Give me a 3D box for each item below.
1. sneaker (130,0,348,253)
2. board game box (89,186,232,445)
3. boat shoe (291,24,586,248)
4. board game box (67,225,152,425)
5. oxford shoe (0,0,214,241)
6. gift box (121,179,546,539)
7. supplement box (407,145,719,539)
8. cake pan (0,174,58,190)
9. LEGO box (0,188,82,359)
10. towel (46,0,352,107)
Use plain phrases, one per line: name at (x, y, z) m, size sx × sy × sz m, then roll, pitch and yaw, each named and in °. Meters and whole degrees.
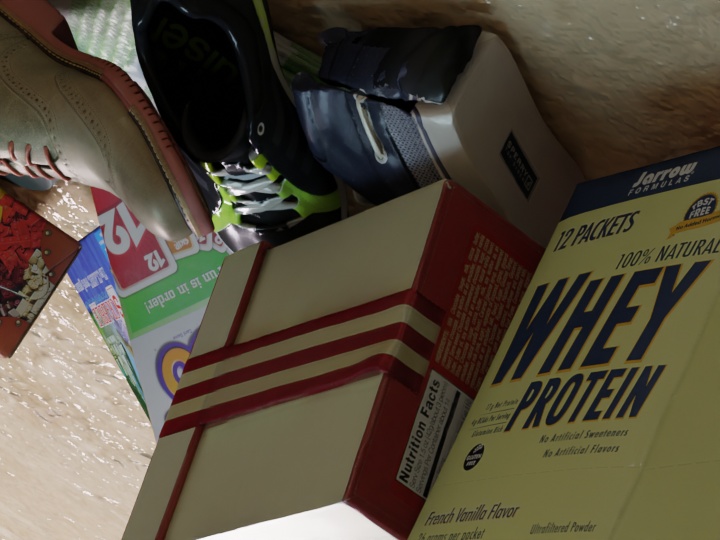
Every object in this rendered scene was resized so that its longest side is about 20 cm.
sneaker at (-0.063, -0.061, 1.059) m, size 0.071 × 0.083 × 0.201 m, roll -12°, pitch 123°, yaw 17°
board game box at (-0.068, 0.034, 1.174) m, size 0.095 × 0.030 × 0.201 m, roll -8°, pitch 105°, yaw 27°
boat shoe at (0.042, -0.038, 1.081) m, size 0.092 × 0.075 × 0.200 m, roll 10°, pitch 144°, yaw 33°
board game box at (-0.088, 0.059, 1.299) m, size 0.200 × 0.041 × 0.200 m, roll 61°, pitch 164°, yaw -2°
oxford shoe at (-0.134, -0.058, 1.061) m, size 0.200 × 0.075 × 0.071 m, roll 40°, pitch 160°, yaw 46°
gift box at (0.021, 0.098, 1.049) m, size 0.200 × 0.185 × 0.186 m, roll 40°, pitch 145°, yaw -25°
supplement box at (0.154, 0.090, 0.931) m, size 0.200 × 0.200 × 0.134 m, roll 38°, pitch 154°, yaw -22°
cake pan at (-0.222, -0.104, 1.224) m, size 0.200 × 0.037 × 0.200 m, roll 30°, pitch 168°, yaw 7°
LEGO box at (-0.255, -0.027, 1.350) m, size 0.149 × 0.077 × 0.200 m, roll 35°, pitch 172°, yaw -16°
towel at (-0.099, -0.107, 1.154) m, size 0.199 × 0.031 × 0.149 m, roll 27°, pitch 159°, yaw -5°
